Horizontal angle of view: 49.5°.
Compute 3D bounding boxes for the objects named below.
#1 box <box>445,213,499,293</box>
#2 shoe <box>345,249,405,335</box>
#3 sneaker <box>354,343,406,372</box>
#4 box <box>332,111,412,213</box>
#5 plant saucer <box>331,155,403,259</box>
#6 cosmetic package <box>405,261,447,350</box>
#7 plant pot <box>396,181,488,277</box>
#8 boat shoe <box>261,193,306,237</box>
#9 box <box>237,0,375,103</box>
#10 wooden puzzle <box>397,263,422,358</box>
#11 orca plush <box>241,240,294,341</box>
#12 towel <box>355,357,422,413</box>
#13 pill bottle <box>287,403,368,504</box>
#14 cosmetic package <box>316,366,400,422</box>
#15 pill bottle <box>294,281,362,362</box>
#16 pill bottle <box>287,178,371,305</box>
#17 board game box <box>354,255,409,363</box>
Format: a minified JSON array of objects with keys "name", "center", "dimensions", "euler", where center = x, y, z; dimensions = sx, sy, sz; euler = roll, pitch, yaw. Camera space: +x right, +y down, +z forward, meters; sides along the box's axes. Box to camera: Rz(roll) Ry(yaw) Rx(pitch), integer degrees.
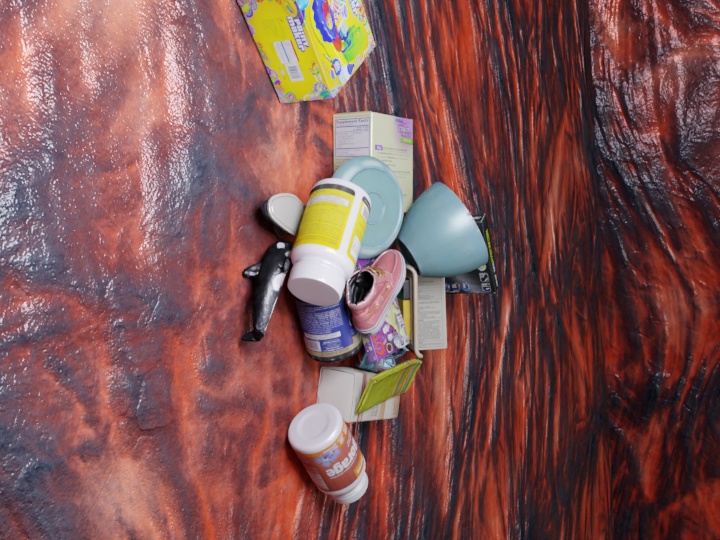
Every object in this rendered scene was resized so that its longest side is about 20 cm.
[{"name":"box","center":[0.215,-0.036,1.846],"dimensions":[0.048,0.198,0.195],"euler":[-57,139,-48]},{"name":"shoe","center":[0.030,0.018,1.475],"dimensions":[0.091,0.071,0.201],"euler":[69,36,-46]},{"name":"sneaker","center":[0.052,0.151,1.659],"dimensions":[0.201,0.095,0.080],"euler":[-68,-176,-50]},{"name":"box","center":[0.028,-0.219,1.627],"dimensions":[0.175,0.096,0.203],"euler":[-8,100,-58]},{"name":"plant saucer","center":[0.016,-0.122,1.515],"dimensions":[0.199,0.027,0.203],"euler":[-5,97,-39]},{"name":"cosmetic package","center":[0.145,0.079,1.818],"dimensions":[0.073,0.102,0.203],"euler":[-100,-172,-81]},{"name":"plant pot","center":[0.154,-0.064,1.632],"dimensions":[0.134,0.200,0.201],"euler":[-32,128,-8]},{"name":"boat shoe","center":[-0.123,-0.098,1.423],"dimensions":[0.199,0.061,0.076],"euler":[2,88,-61]},{"name":"box","center":[-0.090,-0.441,1.396],"dimensions":[0.193,0.121,0.201],"euler":[-59,139,-39]},{"name":"wooden puzzle","center":[0.090,0.079,1.715],"dimensions":[0.185,0.037,0.203],"euler":[-154,-122,-76]},{"name":"orca plush","center":[-0.177,0.026,1.369],"dimensions":[0.105,0.070,0.202],"euler":[138,-28,-71]},{"name":"towel","center":[0.060,0.235,1.593],"dimensions":[0.199,0.018,0.087],"euler":[-11,127,-58]},{"name":"pill bottle","center":[-0.055,0.362,1.520],"dimensions":[0.113,0.111,0.201],"euler":[-59,138,-37]},{"name":"cosmetic package","center":[0.000,0.256,1.626],"dimensions":[0.199,0.086,0.105],"euler":[10,86,-58]},{"name":"pill bottle","center":[-0.067,0.063,1.480],"dimensions":[0.112,0.111,0.202],"euler":[-39,125,-50]},{"name":"pill bottle","center":[-0.056,-0.049,1.361],"dimensions":[0.114,0.113,0.202],"euler":[51,45,-47]},{"name":"board game box","center":[0.030,0.070,1.560],"dimensions":[0.120,0.032,0.202],"euler":[-22,97,-47]}]
